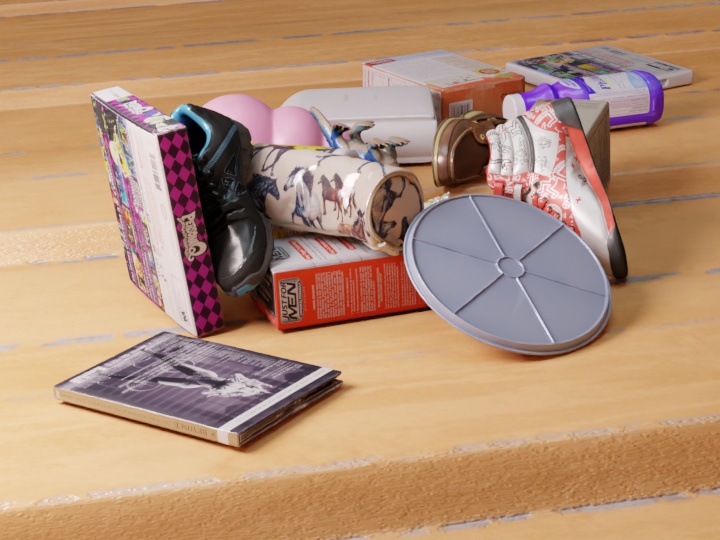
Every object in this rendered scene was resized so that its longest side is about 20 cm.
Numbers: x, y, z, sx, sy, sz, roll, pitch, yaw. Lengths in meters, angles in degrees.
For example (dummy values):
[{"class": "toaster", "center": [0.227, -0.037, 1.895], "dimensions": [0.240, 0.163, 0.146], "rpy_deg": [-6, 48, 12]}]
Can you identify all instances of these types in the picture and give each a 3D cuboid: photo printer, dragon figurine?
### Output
[{"class": "photo printer", "center": [-0.007, -0.179, 2.147], "dimensions": [0.199, 0.070, 0.167], "rpy_deg": [-2, 20, 1]}, {"class": "dragon figurine", "center": [-0.004, -0.106, 1.880], "dimensions": [0.199, 0.100, 0.059], "rpy_deg": [27, 26, 33]}]

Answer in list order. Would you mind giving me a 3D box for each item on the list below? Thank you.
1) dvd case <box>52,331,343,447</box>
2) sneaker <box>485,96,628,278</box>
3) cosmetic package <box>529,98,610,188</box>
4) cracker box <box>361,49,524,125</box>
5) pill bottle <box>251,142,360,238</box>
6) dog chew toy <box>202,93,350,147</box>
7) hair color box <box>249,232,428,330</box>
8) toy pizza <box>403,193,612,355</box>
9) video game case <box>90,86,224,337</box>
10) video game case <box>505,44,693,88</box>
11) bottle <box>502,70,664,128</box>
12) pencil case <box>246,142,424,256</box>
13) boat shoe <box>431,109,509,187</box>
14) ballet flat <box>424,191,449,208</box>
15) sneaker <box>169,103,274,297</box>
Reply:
[{"class": "dvd case", "center": [-0.137, 0.098, 1.482], "dimensions": [0.199, 0.016, 0.148], "rpy_deg": [10, 22, 32]}, {"class": "sneaker", "center": [0.190, -0.068, 1.739], "dimensions": [0.107, 0.202, 0.067], "rpy_deg": [-19, -22, 6]}, {"class": "cosmetic package", "center": [0.214, -0.114, 1.898], "dimensions": [0.087, 0.104, 0.200], "rpy_deg": [3, 19, 16]}, {"class": "cracker box", "center": [0.108, -0.243, 2.328], "dimensions": [0.133, 0.058, 0.200], "rpy_deg": [-13, 23, -29]}, {"class": "pill bottle", "center": [-0.102, -0.076, 1.813], "dimensions": [0.199, 0.115, 0.114], "rpy_deg": [4, 21, 19]}, {"class": "dog chew toy", "center": [-0.092, -0.132, 1.970], "dimensions": [0.199, 0.125, 0.125], "rpy_deg": [4, 19, -6]}, {"class": "hair color box", "center": [0.000, 0.000, 1.668], "dimensions": [0.199, 0.062, 0.102], "rpy_deg": [-8, 20, -16]}, {"class": "toy pizza", "center": [0.133, 0.007, 1.595], "dimensions": [0.199, 0.032, 0.201], "rpy_deg": [11, 43, -10]}, {"class": "video game case", "center": [-0.192, -0.058, 1.646], "dimensions": [0.036, 0.201, 0.181], "rpy_deg": [-19, 24, -22]}, {"class": "video game case", "center": [0.332, -0.276, 2.446], "dimensions": [0.181, 0.023, 0.200], "rpy_deg": [-13, 24, -27]}, {"class": "bottle", "center": [0.279, -0.209, 2.202], "dimensions": [0.199, 0.066, 0.084], "rpy_deg": [-8, 22, -15]}, {"class": "pencil case", "center": [-0.033, -0.067, 1.656], "dimensions": [0.199, 0.090, 0.078], "rpy_deg": [12, -5, 40]}, {"class": "boat shoe", "center": [0.136, -0.145, 2.036], "dimensions": [0.067, 0.072, 0.200], "rpy_deg": [4, 18, 22]}, {"class": "ballet flat", "center": [0.122, -0.040, 1.734], "dimensions": [0.064, 0.076, 0.200], "rpy_deg": [-42, 36, -18]}, {"class": "sneaker", "center": [-0.138, -0.066, 1.630], "dimensions": [0.073, 0.201, 0.082], "rpy_deg": [-31, -35, 24]}]
